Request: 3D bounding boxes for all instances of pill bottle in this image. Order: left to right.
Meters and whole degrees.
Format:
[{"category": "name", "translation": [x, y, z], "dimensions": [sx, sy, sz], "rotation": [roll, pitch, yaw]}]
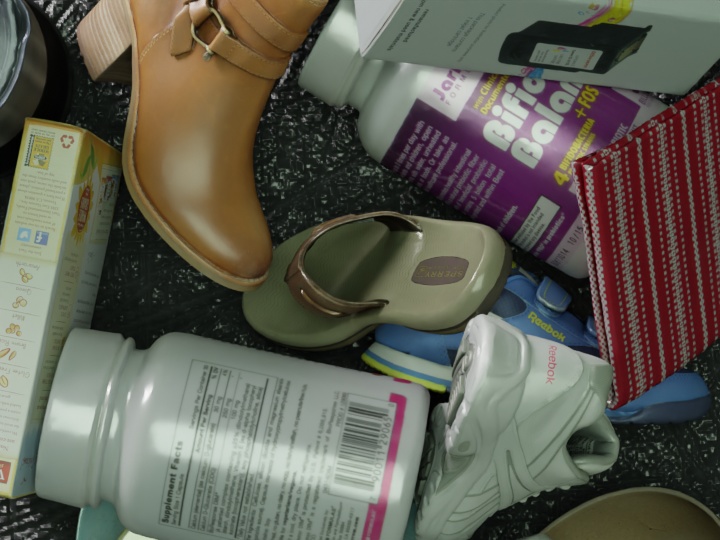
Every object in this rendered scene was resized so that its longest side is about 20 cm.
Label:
[{"category": "pill bottle", "translation": [-0.069, 0.097, 1.266], "dimensions": [0.199, 0.113, 0.114], "rotation": [12, 88, 1]}, {"category": "pill bottle", "translation": [0.069, -0.090, 1.315], "dimensions": [0.199, 0.112, 0.113], "rotation": [30, 88, 0]}]

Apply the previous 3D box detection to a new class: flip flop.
[{"category": "flip flop", "translation": [0.000, 0.000, 1.285], "dimensions": [0.057, 0.199, 0.082], "rotation": [28, 72, -35]}]

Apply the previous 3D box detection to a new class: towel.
[{"category": "towel", "translation": [0.183, -0.027, 1.280], "dimensions": [0.022, 0.200, 0.145], "rotation": [8, 117, 40]}]

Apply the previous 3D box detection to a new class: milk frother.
[{"category": "milk frother", "translation": [-0.237, -0.064, 1.270], "dimensions": [0.180, 0.188, 0.201], "rotation": [-24, 87, 0]}]

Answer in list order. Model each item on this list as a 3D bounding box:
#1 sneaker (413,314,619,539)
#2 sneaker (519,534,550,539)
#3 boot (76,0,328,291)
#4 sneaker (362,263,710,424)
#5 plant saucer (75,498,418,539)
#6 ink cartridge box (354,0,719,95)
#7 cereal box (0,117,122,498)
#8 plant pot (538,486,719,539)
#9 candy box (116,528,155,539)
[{"category": "sneaker", "translation": [0.085, 0.100, 1.250], "dimensions": [0.099, 0.200, 0.078], "rotation": [12, 61, -4]}, {"category": "sneaker", "translation": [0.032, 0.221, 1.271], "dimensions": [0.199, 0.075, 0.089], "rotation": [-31, 86, -10]}, {"category": "boot", "translation": [-0.068, -0.104, 1.291], "dimensions": [0.154, 0.074, 0.201], "rotation": [-36, 78, 32]}, {"category": "sneaker", "translation": [0.105, 0.041, 1.324], "dimensions": [0.199, 0.074, 0.083], "rotation": [13, 86, -2]}, {"category": "plant saucer", "translation": [-0.063, 0.161, 1.341], "dimensions": [0.200, 0.039, 0.202], "rotation": [0, 88, 0]}, {"category": "ink cartridge box", "translation": [0.098, -0.185, 1.256], "dimensions": [0.199, 0.083, 0.147], "rotation": [4, 63, -21]}, {"category": "cereal box", "translation": [-0.176, 0.023, 1.291], "dimensions": [0.039, 0.144, 0.201], "rotation": [12, 87, 3]}, {"category": "plant pot", "translation": [0.168, 0.239, 1.284], "dimensions": [0.134, 0.200, 0.201], "rotation": [37, 87, -33]}, {"category": "candy box", "translation": [-0.081, 0.240, 1.305], "dimensions": [0.200, 0.026, 0.102], "rotation": [41, 88, 0]}]
